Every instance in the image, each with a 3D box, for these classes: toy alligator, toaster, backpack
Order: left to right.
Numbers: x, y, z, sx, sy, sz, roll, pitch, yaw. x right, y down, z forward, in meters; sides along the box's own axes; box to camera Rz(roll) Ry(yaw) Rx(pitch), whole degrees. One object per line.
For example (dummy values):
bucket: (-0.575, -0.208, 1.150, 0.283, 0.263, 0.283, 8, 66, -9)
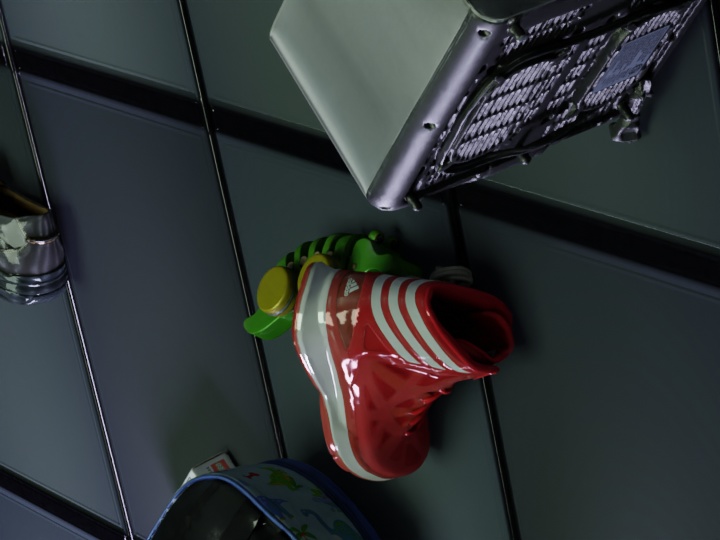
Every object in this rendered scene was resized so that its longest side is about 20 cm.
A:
backpack: (-0.063, 0.227, 1.878, 0.183, 0.147, 0.201, 43, 120, 29)
toy alligator: (0.000, 0.000, 1.726, 0.200, 0.059, 0.055, -16, 60, 47)
toaster: (0.071, -0.129, 1.390, 0.119, 0.180, 0.200, 57, 148, 18)

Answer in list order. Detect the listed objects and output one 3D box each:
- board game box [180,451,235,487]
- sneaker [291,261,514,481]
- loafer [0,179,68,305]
board game box: (-0.070, 0.240, 2.025, 0.200, 0.035, 0.126, 55, 148, 16)
sneaker: (0.038, 0.069, 1.688, 0.115, 0.079, 0.200, 4, 153, 20)
loafer: (-0.285, -0.052, 2.118, 0.200, 0.073, 0.073, 30, 128, 31)
